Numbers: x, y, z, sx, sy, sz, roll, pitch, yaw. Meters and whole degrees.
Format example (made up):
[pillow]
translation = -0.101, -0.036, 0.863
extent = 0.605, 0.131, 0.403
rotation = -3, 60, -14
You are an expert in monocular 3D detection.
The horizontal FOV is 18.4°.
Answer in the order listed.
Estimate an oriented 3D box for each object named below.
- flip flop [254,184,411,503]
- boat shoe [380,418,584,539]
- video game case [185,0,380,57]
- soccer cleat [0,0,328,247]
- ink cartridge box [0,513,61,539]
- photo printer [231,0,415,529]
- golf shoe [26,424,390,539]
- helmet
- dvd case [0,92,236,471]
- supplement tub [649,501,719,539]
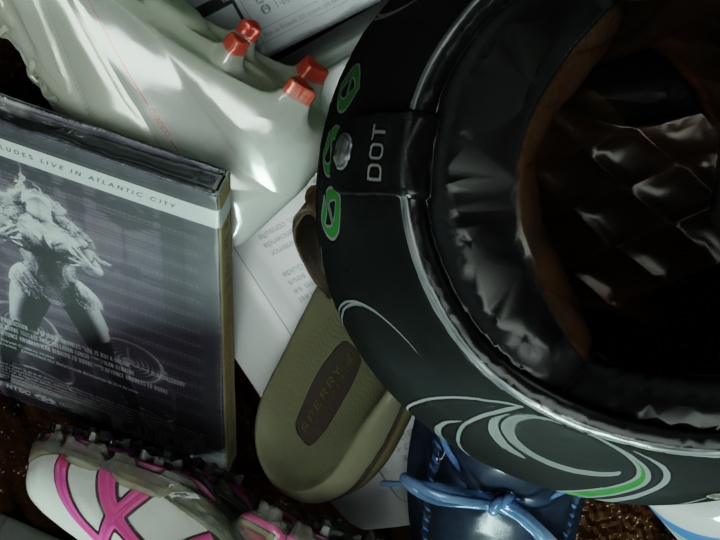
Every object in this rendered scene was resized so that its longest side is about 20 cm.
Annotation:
[flip flop]
translation = 0.000, 0.000, 0.804
extent = 0.057, 0.081, 0.200
rotation = 6, 124, -36
[boat shoe]
translation = 0.050, 0.056, 0.829
extent = 0.084, 0.069, 0.200
rotation = 4, 112, 4
[video game case]
translation = -0.044, -0.179, 0.836
extent = 0.200, 0.045, 0.182
rotation = -25, 107, 16
[soccer cleat]
translation = -0.103, -0.086, 0.810
extent = 0.200, 0.069, 0.078
rotation = 36, 110, 1
[ink cartridge box]
translation = -0.104, 0.218, 0.979
extent = 0.200, 0.085, 0.146
rotation = 23, 111, -4
[photo printer]
translation = 0.023, 0.001, 0.885
extent = 0.166, 0.069, 0.200
rotation = -29, 106, 16
[golf shoe]
translation = -0.068, 0.120, 0.866
extent = 0.200, 0.073, 0.092
rotation = 21, 91, 40
[helmet]
translation = 0.086, -0.020, 0.673
extent = 0.199, 0.191, 0.201
rotation = 0, 89, 0
[dvd case]
translation = -0.119, 0.001, 0.864
extent = 0.148, 0.016, 0.200
rotation = 19, 148, 10
[supplement tub]
translation = 0.189, 0.084, 0.829
extent = 0.132, 0.132, 0.200
rotation = -27, 130, 16
